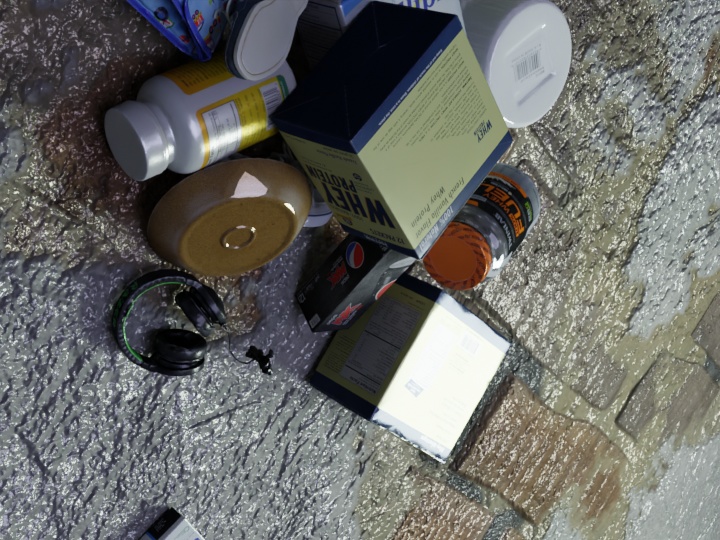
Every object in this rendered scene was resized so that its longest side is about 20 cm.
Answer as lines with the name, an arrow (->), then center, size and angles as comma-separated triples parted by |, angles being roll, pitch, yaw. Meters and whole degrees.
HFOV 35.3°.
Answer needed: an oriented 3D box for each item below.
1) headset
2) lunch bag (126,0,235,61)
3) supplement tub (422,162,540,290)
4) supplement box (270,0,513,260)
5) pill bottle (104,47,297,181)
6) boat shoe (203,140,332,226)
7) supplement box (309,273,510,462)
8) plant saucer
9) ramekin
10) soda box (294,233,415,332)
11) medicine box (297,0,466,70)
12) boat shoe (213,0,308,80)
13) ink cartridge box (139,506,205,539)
headset -> -0.198, 0.078, 1.357 | 0.199, 0.094, 0.124 | 23, 100, -35
lunch bag -> -0.183, -0.330, 1.189 | 0.200, 0.094, 0.151 | 48, 55, -56
supplement tub -> 0.167, -0.061, 1.583 | 0.200, 0.122, 0.123 | -48, 140, -50
supplement box -> 0.042, -0.161, 1.297 | 0.200, 0.134, 0.200 | -51, 135, -18
pill bottle -> -0.176, -0.175, 1.254 | 0.200, 0.113, 0.113 | -30, 127, -31
boat shoe -> -0.101, -0.115, 1.379 | 0.201, 0.075, 0.086 | 13, 117, -39
supplement box -> 0.073, 0.131, 1.605 | 0.200, 0.134, 0.200 | 36, 83, -45
plant saucer -> -0.146, -0.050, 1.320 | 0.199, 0.036, 0.201 | -16, 148, -11
ramekin -> 0.203, -0.295, 1.570 | 0.200, 0.098, 0.201 | -20, 121, -37
soda box -> 0.000, 0.000, 1.464 | 0.071, 0.064, 0.200 | -3, 148, -42
medicine box -> 0.031, -0.291, 1.405 | 0.182, 0.103, 0.201 | -38, 132, -25
boat shoe -> -0.110, -0.278, 1.223 | 0.075, 0.062, 0.201 | 59, 38, -46
ink cartridge box -> -0.234, 0.414, 1.526 | 0.099, 0.039, 0.200 | -45, 132, -19
